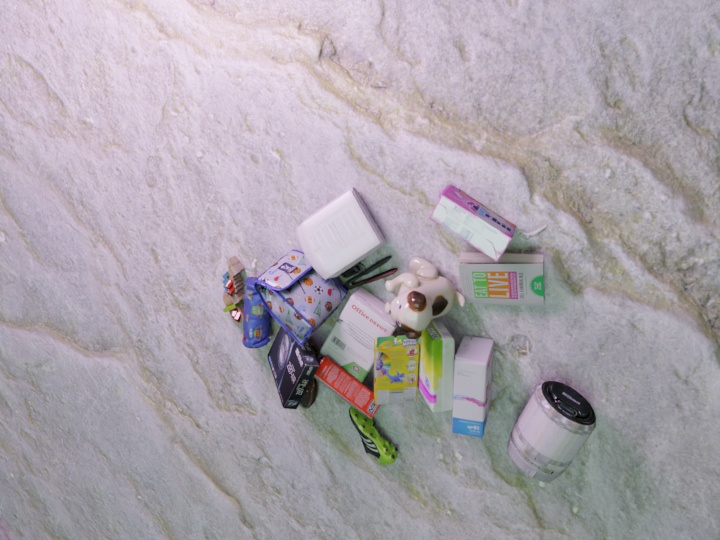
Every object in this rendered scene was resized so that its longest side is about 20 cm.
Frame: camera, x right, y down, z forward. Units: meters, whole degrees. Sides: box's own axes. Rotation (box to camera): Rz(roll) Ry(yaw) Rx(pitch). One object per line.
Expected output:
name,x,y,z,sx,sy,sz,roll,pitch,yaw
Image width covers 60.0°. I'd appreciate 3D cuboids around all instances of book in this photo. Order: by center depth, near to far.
book,0.339,0.023,1.494,0.194,0.049,0.136,1,129,20

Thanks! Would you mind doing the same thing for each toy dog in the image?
toy dog,0.142,0.086,1.506,0.190,0.199,0.143,26,118,19

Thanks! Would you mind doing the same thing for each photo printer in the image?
photo printer,-0.056,-0.086,1.579,0.197,0.069,0.169,-32,89,15

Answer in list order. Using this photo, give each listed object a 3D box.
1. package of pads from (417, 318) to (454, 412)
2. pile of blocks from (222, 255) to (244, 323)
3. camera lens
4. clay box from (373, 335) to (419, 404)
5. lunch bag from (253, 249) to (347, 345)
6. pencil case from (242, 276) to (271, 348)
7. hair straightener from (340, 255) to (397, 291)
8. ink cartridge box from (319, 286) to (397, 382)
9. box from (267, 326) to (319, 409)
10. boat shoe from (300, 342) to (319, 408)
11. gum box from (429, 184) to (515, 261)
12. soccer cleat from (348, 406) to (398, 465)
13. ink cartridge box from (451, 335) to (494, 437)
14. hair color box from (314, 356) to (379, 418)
package of pads,0.185,0.229,1.578,0.066,0.155,0.206,-5,111,-11
pile of blocks,-0.370,0.064,1.776,0.080,0.062,0.206,2,109,19
camera lens,0.465,0.388,1.522,0.157,0.160,0.204,27,116,9
clay box,0.091,0.247,1.605,0.111,0.048,0.206,-2,115,-5
lunch bag,-0.159,0.055,1.624,0.200,0.170,0.124,44,138,5
pencil case,-0.288,0.121,1.756,0.084,0.078,0.206,5,111,-3
hair straightener,0.000,0.000,1.635,0.196,0.041,0.079,-21,100,30
ink cartridge box,0.002,0.169,1.661,0.144,0.084,0.203,34,116,6
box,-0.189,0.248,1.712,0.043,0.202,0.163,10,123,-31
boat shoe,-0.160,0.309,1.780,0.068,0.070,0.206,9,112,16
gum box,0.257,-0.116,1.449,0.197,0.114,0.067,33,116,6
soccer cleat,0.024,0.473,1.774,0.201,0.067,0.081,51,130,-3
ink cartridge box,0.282,0.287,1.564,0.082,0.145,0.206,4,110,18
hair color box,-0.041,0.317,1.700,0.198,0.101,0.062,39,77,-5
